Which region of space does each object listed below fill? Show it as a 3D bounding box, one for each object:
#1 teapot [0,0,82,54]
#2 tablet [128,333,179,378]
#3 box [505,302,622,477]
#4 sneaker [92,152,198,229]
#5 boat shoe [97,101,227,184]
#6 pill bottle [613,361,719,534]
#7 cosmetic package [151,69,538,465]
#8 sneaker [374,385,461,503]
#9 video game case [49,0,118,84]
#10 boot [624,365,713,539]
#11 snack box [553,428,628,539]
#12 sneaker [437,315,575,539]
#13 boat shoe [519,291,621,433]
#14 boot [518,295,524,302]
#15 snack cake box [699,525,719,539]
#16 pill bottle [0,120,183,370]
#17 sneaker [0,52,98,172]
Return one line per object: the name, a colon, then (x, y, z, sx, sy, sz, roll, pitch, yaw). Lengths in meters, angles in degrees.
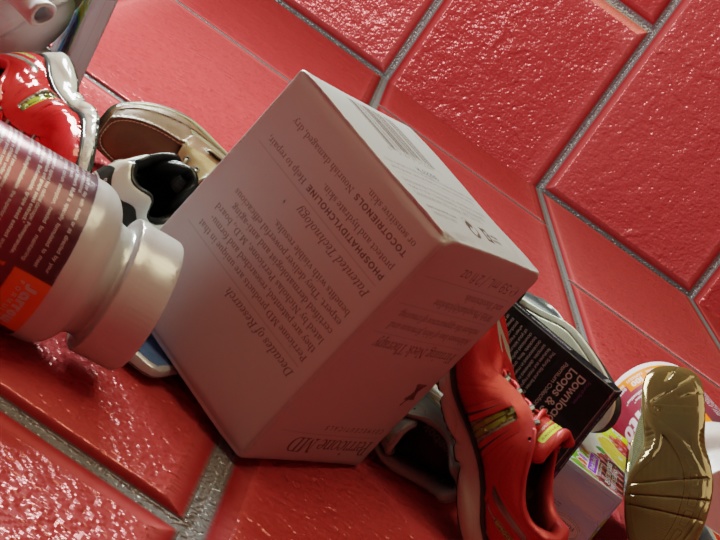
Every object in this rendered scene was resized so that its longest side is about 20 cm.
teapot: (-0.313, -0.241, 1.330, 0.147, 0.197, 0.200, 60, 29, -7)
tablet: (-0.149, 0.030, 1.103, 0.130, 0.014, 0.200, 40, 12, 16)
box: (0.090, 0.088, 1.225, 0.200, 0.143, 0.036, 41, 13, 20)
sneaker: (-0.143, -0.044, 1.121, 0.076, 0.087, 0.200, 62, 20, 5)
boat shoe: (-0.147, -0.083, 1.378, 0.199, 0.076, 0.074, 28, 18, -30)
pill bottle: (0.334, 0.186, 1.578, 0.113, 0.113, 0.200, 30, 14, -25)
cosmetic package: (-0.020, 0.005, 1.056, 0.167, 0.200, 0.167, 50, 16, 25)
sneaker: (0.020, 0.100, 1.169, 0.200, 0.076, 0.092, 37, 18, 12)
video game case: (-0.243, -0.234, 1.376, 0.022, 0.201, 0.182, 23, 16, -19)
boot: (0.264, 0.206, 1.343, 0.072, 0.156, 0.201, 4, 48, 8)
snack box: (0.149, 0.146, 1.344, 0.168, 0.068, 0.200, 38, 12, 5)
sneaker: (0.113, 0.112, 1.107, 0.077, 0.085, 0.202, -4, 83, -54)
boat shoe: (0.173, 0.074, 1.346, 0.067, 0.072, 0.200, 19, 18, -37)
boot: (0.048, 0.014, 1.341, 0.079, 0.158, 0.211, 24, 18, -42)
snack cake box: (0.330, 0.304, 1.253, 0.115, 0.067, 0.200, 32, 13, -10)
pill bottle: (-0.213, -0.025, 0.915, 0.199, 0.110, 0.110, 31, 13, -20)
sneaker: (-0.258, -0.109, 1.193, 0.084, 0.077, 0.200, 4, 29, -28)
